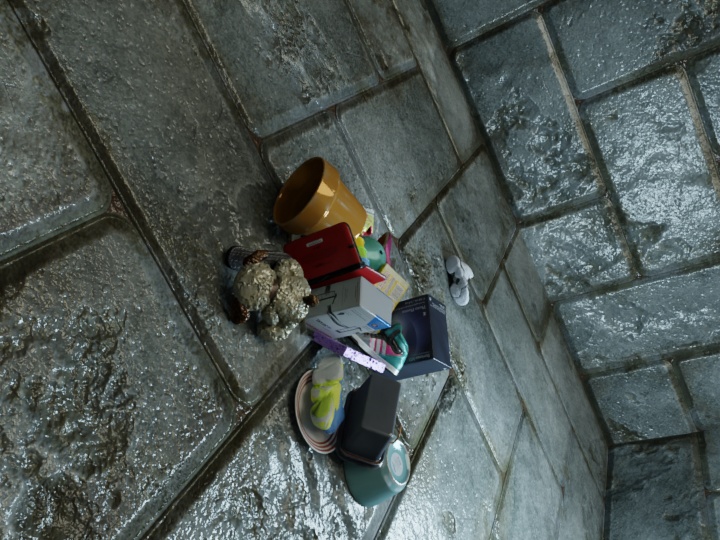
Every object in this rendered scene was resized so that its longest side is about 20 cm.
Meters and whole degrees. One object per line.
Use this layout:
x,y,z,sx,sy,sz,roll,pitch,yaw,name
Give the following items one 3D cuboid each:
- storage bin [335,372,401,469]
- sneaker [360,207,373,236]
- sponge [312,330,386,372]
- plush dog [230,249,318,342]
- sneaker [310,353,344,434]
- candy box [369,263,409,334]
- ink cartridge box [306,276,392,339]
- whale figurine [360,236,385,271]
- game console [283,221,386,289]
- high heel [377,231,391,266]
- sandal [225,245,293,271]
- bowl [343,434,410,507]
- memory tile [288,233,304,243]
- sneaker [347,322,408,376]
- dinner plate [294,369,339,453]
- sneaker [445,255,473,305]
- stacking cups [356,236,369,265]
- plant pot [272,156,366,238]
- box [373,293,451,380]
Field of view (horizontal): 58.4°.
0.039,0.358,1.564,0.145,0.134,0.200,21,47,-7,storage bin
-0.013,-0.146,1.925,0.200,0.078,0.091,3,78,-57,sneaker
-0.028,0.211,1.654,0.200,0.111,0.030,35,79,-52,sponge
-0.198,0.050,1.407,0.171,0.160,0.201,20,77,-28,plush dog
-0.075,0.302,1.545,0.200,0.075,0.105,-76,156,-44,sneaker
0.052,0.088,1.839,0.102,0.026,0.200,42,70,-20,candy box
-0.042,0.099,1.610,0.146,0.199,0.085,36,47,-46,ink cartridge box
-0.002,-0.044,1.856,0.200,0.103,0.160,16,61,-53,whale figurine
-0.064,-0.020,1.605,0.119,0.199,0.173,-24,94,-61,game console
0.078,-0.022,2.015,0.096,0.067,0.201,39,57,-29,high heel
-0.231,-0.018,1.500,0.200,0.045,0.075,17,87,-41,sandal
0.055,0.496,1.650,0.201,0.105,0.201,37,43,-45,bowl
-0.142,-0.030,1.698,0.153,0.017,0.201,39,43,-44,memory tile
0.057,0.183,1.762,0.200,0.084,0.121,40,82,-11,sneaker
-0.102,0.339,1.553,0.200,0.024,0.201,35,46,-46,dinner plate
0.400,0.044,2.517,0.115,0.075,0.201,16,57,-53,sneaker
0.000,0.000,1.718,0.060,0.060,0.200,38,28,-45,stacking cups
-0.090,-0.155,1.635,0.183,0.200,0.201,33,46,-31,plant pot
0.145,0.197,1.871,0.123,0.199,0.199,31,48,-50,box
